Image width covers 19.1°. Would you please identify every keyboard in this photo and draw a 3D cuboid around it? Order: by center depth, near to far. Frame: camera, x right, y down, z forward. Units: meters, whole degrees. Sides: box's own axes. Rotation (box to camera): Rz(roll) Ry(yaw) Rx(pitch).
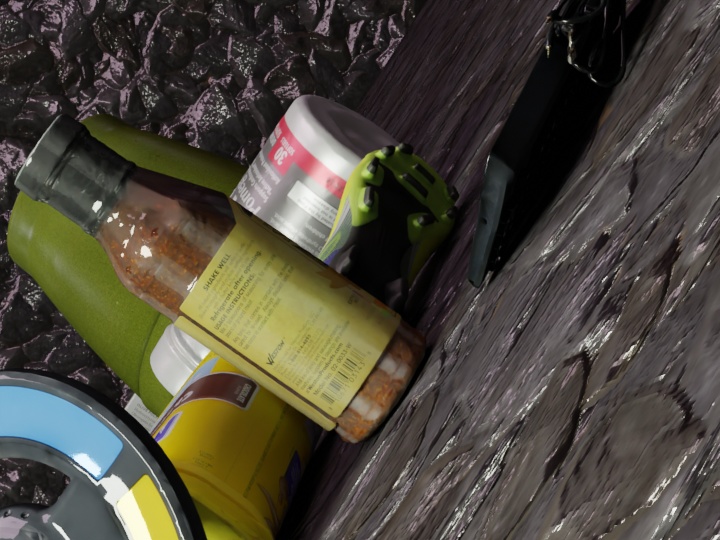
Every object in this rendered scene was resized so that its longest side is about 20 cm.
[{"bbox_3d":[0.100,-0.084,0.963,0.105,0.039,0.201,95,-163,-46],"label":"keyboard"}]

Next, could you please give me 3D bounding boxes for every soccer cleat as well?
[{"bbox_3d":[-0.001,0.000,1.142,0.084,0.065,0.201,-49,9,33],"label":"soccer cleat"}]

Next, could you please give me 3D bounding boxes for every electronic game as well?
[{"bbox_3d":[-0.148,0.144,0.955,0.201,0.200,0.042,-54,-20,23],"label":"electronic game"}]

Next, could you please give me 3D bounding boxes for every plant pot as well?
[{"bbox_3d":[-0.144,-0.010,1.542,0.201,0.192,0.201,-50,-18,-23],"label":"plant pot"}]

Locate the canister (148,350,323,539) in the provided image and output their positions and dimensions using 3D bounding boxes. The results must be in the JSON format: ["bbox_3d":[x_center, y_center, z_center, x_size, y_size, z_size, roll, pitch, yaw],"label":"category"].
[{"bbox_3d":[-0.090,0.130,1.070,0.149,0.086,0.200,-54,4,20],"label":"canister"}]

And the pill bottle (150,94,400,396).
[{"bbox_3d":[-0.048,-0.001,1.359,0.201,0.110,0.111,-55,5,16],"label":"pill bottle"}]

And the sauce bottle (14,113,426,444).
[{"bbox_3d":[-0.065,0.000,0.979,0.066,0.199,0.066,-53,5,7],"label":"sauce bottle"}]

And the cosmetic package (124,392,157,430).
[{"bbox_3d":[-0.118,0.076,1.727,0.201,0.084,0.108,-58,2,-6],"label":"cosmetic package"}]
